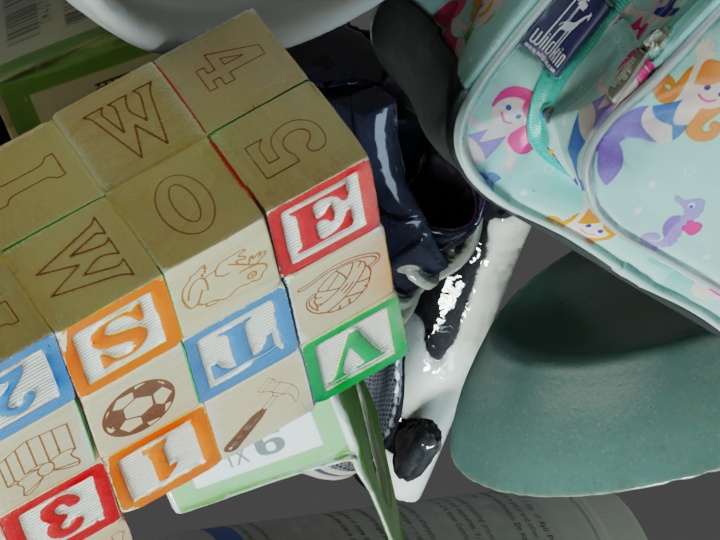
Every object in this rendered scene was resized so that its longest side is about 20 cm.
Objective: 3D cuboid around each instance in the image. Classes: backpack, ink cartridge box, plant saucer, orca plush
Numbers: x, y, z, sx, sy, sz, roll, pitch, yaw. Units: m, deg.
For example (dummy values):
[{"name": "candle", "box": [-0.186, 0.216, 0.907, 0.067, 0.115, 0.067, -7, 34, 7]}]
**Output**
[{"name": "backpack", "box": [0.125, -0.082, 0.789, 0.178, 0.151, 0.200, 30, 101, -34]}, {"name": "ink cartridge box", "box": [-0.047, -0.001, 0.823, 0.059, 0.104, 0.200, -20, 120, 3]}, {"name": "plant saucer", "box": [0.117, 0.011, 0.937, 0.200, 0.200, 0.036, -22, 106, 1]}, {"name": "orca plush", "box": [0.012, 0.013, 1.026, 0.071, 0.105, 0.200, 22, 155, 2]}]

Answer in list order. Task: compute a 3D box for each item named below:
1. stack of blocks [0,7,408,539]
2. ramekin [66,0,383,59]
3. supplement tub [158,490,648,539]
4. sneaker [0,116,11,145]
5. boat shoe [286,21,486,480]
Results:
[{"name": "stack of blocks", "box": [-0.089, 0.034, 0.703, 0.200, 0.059, 0.115, -30, 147, -12]}, {"name": "ramekin", "box": [-0.032, -0.162, 0.697, 0.200, 0.105, 0.200, -33, 145, -27]}, {"name": "supplement tub", "box": [0.014, 0.161, 1.171, 0.200, 0.132, 0.132, -6, 142, -19]}, {"name": "sneaker", "box": [-0.126, 0.011, 0.897, 0.200, 0.077, 0.111, -54, 140, -14]}, {"name": "boat shoe", "box": [0.000, 0.000, 0.922, 0.093, 0.075, 0.200, 12, 140, 32]}]
